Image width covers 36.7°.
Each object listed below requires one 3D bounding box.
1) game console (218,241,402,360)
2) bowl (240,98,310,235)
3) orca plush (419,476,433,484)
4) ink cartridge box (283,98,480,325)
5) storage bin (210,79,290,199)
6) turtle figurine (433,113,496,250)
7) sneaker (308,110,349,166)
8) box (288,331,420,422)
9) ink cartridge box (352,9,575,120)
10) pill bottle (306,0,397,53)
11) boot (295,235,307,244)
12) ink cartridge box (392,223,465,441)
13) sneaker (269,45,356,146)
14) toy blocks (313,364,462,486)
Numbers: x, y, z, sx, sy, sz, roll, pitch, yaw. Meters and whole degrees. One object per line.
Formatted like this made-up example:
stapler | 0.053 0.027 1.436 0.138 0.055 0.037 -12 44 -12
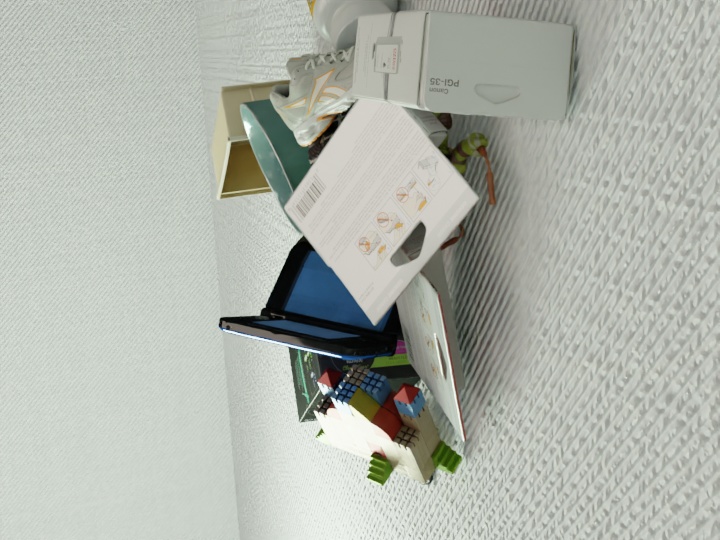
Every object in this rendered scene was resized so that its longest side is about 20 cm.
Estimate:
game console | -0.048 0.032 1.331 0.170 0.197 0.121 3 -84 -63
bowl | -0.081 -0.163 1.522 0.203 0.104 0.201 59 169 19
orca plush | 0.066 0.234 1.467 0.104 0.072 0.200 35 162 5
ink cartridge box | 0.026 -0.075 1.138 0.174 0.043 0.201 50 124 17
storage bin | -0.131 -0.208 1.712 0.200 0.195 0.095 118 141 -65
turtle figurine | 0.084 -0.114 1.195 0.201 0.063 0.164 113 147 -62
sneaker | -0.011 -0.179 1.427 0.080 0.076 0.202 57 -148 -28
box | -0.011 0.120 1.490 0.200 0.145 0.127 119 143 -65
ink cartridge box | 0.089 -0.189 0.990 0.200 0.144 0.085 -146 59 -70
pill bottle | -0.016 -0.356 1.381 0.114 0.110 0.202 102 156 -50
boot | -0.063 -0.030 1.748 0.201 0.072 0.077 -83 -14 -66
ink cartridge box | 0.084 0.058 1.203 0.174 0.043 0.203 -127 20 -56
sneaker | -0.041 -0.235 1.309 0.199 0.092 0.076 -37 15 38
toy blocks | 0.014 0.176 1.313 0.197 0.100 0.138 15 144 35
